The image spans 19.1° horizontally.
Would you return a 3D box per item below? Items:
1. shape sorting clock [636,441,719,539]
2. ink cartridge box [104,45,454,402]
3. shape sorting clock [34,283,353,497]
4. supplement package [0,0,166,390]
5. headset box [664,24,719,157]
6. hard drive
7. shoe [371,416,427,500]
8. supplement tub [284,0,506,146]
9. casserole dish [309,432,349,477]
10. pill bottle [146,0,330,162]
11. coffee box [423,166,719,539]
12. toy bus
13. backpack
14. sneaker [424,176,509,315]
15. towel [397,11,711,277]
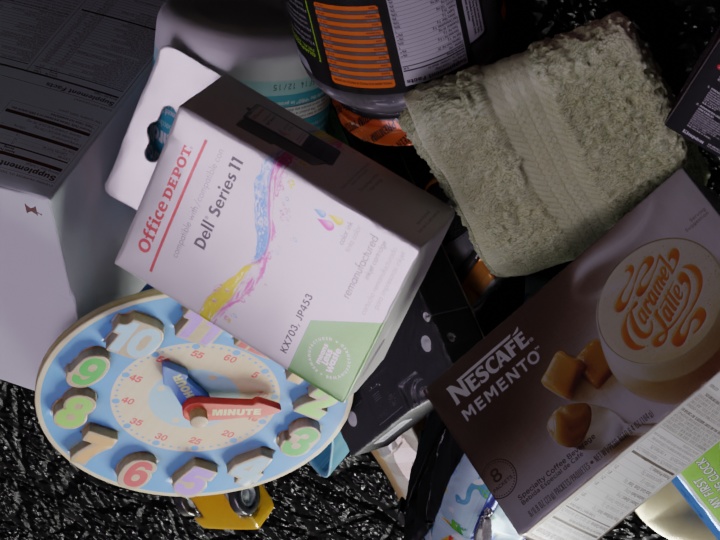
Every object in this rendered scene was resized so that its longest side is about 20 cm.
[{"bbox_3d":[0.259,0.107,1.314,0.199,0.039,0.201,-7,133,-8],"label":"shape sorting clock"},{"bbox_3d":[-0.061,-0.029,1.221,0.199,0.067,0.117,31,120,9],"label":"ink cartridge box"},{"bbox_3d":[-0.103,0.080,1.334,0.199,0.039,0.201,-5,134,-5],"label":"shape sorting clock"},{"bbox_3d":[-0.197,-0.059,1.380,0.146,0.200,0.192,16,138,19],"label":"supplement package"},{"bbox_3d":[0.269,-0.120,1.099,0.148,0.075,0.200,30,142,3],"label":"headset box"},{"bbox_3d":[0.000,0.000,1.356,0.140,0.038,0.201,-44,66,50],"label":"hard drive"},{"bbox_3d":[0.066,0.162,1.540,0.053,0.070,0.200,-6,126,48],"label":"shoe"},{"bbox_3d":[0.013,-0.175,1.176,0.122,0.123,0.201,10,137,25],"label":"supplement tub"},{"bbox_3d":[-0.040,0.074,1.486,0.121,0.039,0.200,54,168,14],"label":"casserole dish"},{"bbox_3d":[-0.077,-0.066,1.315,0.110,0.111,0.201,16,116,19],"label":"pill bottle"},{"bbox_3d":[0.152,0.055,1.222,0.200,0.115,0.080,-41,148,13],"label":"coffee box"},{"bbox_3d":[-0.130,0.104,1.605,0.065,0.078,0.200,-6,128,37],"label":"toy bus"},{"bbox_3d":[0.108,0.094,1.387,0.153,0.163,0.201,13,132,10],"label":"backpack"},{"bbox_3d":[0.046,0.004,1.393,0.077,0.078,0.200,45,138,5],"label":"sneaker"},{"bbox_3d":[0.115,-0.063,1.208,0.148,0.037,0.200,-20,145,11],"label":"towel"}]
